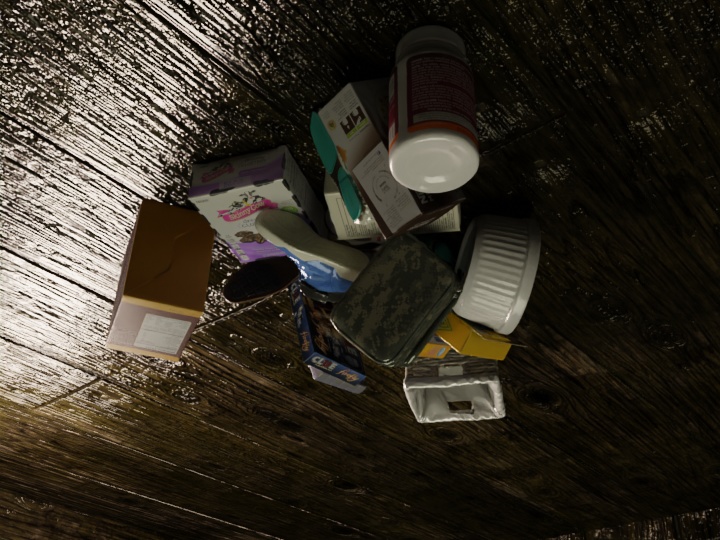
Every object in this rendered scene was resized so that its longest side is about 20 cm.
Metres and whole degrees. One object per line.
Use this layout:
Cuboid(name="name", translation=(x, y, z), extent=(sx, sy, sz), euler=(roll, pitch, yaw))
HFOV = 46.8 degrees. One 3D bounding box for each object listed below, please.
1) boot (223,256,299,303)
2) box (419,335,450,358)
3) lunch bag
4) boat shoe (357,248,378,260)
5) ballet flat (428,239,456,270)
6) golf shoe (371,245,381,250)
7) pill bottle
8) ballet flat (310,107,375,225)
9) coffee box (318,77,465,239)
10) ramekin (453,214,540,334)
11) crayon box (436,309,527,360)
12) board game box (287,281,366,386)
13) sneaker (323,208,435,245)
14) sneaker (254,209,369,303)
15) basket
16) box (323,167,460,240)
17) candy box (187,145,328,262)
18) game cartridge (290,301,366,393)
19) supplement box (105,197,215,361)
Cuboid(name="boot", translation=(-0.159, 0.018, 1.497), extent=(0.199, 0.075, 0.097), euler=(-29, 165, -22))
Cuboid(name="box", translation=(0.080, 0.100, 1.515), extent=(0.199, 0.119, 0.042), euler=(8, 129, -37))
Cuboid(name="lunch bag", translation=(0.069, 0.051, 1.324), extent=(0.139, 0.201, 0.168), euler=(38, -179, 16))
Cuboid(name="boat shoe", translation=(0.000, 0.000, 1.433), extent=(0.198, 0.075, 0.068), euler=(8, -170, -2))
Cuboid(name="ballet flat", translation=(0.148, 0.001, 1.518), extent=(0.069, 0.070, 0.200), euler=(-16, 155, 25))
Cuboid(name="golf shoe", translation=(-0.010, -0.001, 1.529), extent=(0.097, 0.079, 0.200), euler=(26, 139, -23))
Cuboid(name="pill bottle", translation=(0.093, -0.211, 1.075), extent=(0.113, 0.201, 0.114), euler=(1, 148, 1))
Cuboid(name="ballet flat", translation=(-0.013, -0.150, 1.204), extent=(0.071, 0.201, 0.072), euler=(-19, 156, -9))
Cuboid(name="coffee box", translation=(0.043, -0.157, 1.141), extent=(0.114, 0.201, 0.080), euler=(-21, 170, -47))
Cuboid(name="ramekin", translation=(0.223, -0.001, 1.411), extent=(0.104, 0.201, 0.201), euler=(15, 147, -2))
Cuboid(name="crayon box", translation=(0.183, 0.099, 1.479), extent=(0.125, 0.200, 0.052), euler=(14, 107, -42))
Cuboid(name="board game box", translation=(-0.066, 0.113, 1.588), extent=(0.135, 0.201, 0.035), euler=(30, 119, -37))
Cuboid(name="sneaker", translation=(0.049, -0.084, 1.381), extent=(0.199, 0.084, 0.121), euler=(11, 152, -29))
Cuboid(name="sneaker", translation=(-0.092, -0.014, 1.340), extent=(0.199, 0.077, 0.111), euler=(24, 132, -13))
Cuboid(name="basket", translation=(0.200, 0.213, 1.770), extent=(0.196, 0.162, 0.200), euler=(-6, 146, 11))
Cuboid(name="box", translation=(0.052, -0.131, 1.287), extent=(0.198, 0.110, 0.128), euler=(-3, 148, 8))
Cuboid(name="candy box", translation=(-0.163, -0.104, 1.372), extent=(0.166, 0.072, 0.200), euler=(-9, 147, 16))
Cuboid(name="game cartridge", translation=(-0.064, 0.143, 1.628), extent=(0.038, 0.201, 0.129), euler=(-39, 137, 20))
Cuboid(name="supplement box", translation=(-0.350, 0.021, 1.456), extent=(0.132, 0.199, 0.200), euler=(14, 145, -19))
